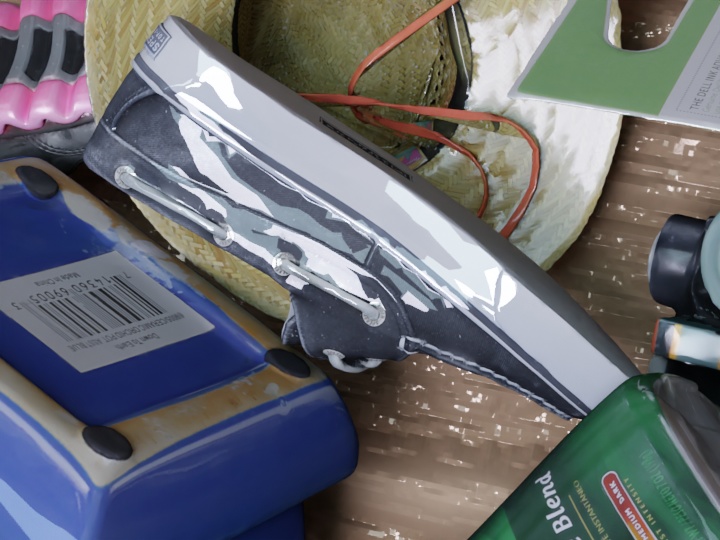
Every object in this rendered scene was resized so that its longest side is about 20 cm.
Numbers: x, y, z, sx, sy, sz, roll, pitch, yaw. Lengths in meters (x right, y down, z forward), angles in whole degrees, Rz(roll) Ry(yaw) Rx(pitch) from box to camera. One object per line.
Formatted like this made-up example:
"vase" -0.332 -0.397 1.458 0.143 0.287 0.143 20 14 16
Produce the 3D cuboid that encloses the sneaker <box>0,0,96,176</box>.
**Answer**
"sneaker" -0.144 -0.040 0.906 0.198 0.096 0.079 -11 37 25

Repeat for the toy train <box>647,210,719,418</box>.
"toy train" 0.183 0.041 0.781 0.198 0.085 0.115 13 95 21

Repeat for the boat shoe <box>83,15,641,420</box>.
"boat shoe" 0.000 0.000 0.787 0.199 0.072 0.068 35 99 -5

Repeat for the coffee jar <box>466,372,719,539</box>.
"coffee jar" 0.052 0.131 0.757 0.200 0.085 0.105 -43 63 18

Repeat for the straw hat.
"straw hat" -0.007 -0.080 0.857 0.199 0.085 0.203 -2 102 -10

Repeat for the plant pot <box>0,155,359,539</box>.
"plant pot" -0.127 0.081 0.791 0.199 0.200 0.181 36 114 20

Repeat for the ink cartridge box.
"ink cartridge box" 0.164 -0.059 0.772 0.198 0.146 0.048 8 125 21
